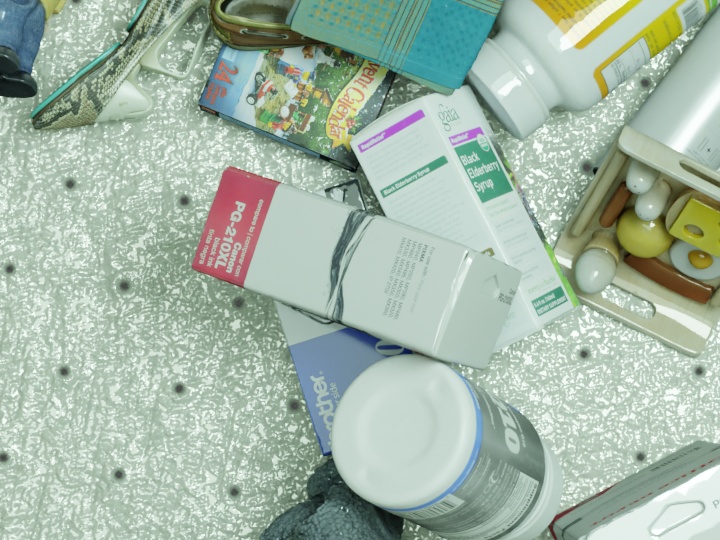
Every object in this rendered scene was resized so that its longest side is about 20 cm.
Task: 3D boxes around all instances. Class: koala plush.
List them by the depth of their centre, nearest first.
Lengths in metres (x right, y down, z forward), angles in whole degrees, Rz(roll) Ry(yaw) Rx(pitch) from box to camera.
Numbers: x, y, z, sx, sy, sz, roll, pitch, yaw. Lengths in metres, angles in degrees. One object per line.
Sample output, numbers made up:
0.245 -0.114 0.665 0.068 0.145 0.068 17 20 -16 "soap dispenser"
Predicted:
-0.055 0.250 1.630 0.200 0.184 0.178 -22 86 10 "koala plush"

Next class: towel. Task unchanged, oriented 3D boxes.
0.049 -0.245 1.611 0.146 0.022 0.200 23 106 -11 "towel"

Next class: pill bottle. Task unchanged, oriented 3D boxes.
0.071 0.141 1.604 0.114 0.200 0.114 -10 68 25 "pill bottle"
0.177 -0.195 1.682 0.200 0.111 0.111 -39 87 -3 "pill bottle"

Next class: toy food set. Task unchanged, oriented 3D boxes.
0.230 -0.017 1.637 0.143 0.200 0.060 27 59 2 "toy food set"

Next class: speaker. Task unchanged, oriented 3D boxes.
0.274 -0.134 1.694 0.081 0.081 0.200 37 87 2 "speaker"

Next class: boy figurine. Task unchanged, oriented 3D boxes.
-0.264 -0.240 1.683 0.064 0.124 0.200 4 69 15 "boy figurine"

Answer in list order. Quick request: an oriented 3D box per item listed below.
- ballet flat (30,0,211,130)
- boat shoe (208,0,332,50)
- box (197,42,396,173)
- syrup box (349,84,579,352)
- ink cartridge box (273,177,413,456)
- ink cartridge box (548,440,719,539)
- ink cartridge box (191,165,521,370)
-0.172 -0.170 1.704 0.075 0.068 0.200 41 83 -6 "ballet flat"
-0.017 -0.207 1.665 0.200 0.068 0.072 -14 86 -2 "boat shoe"
-0.029 -0.196 1.718 0.136 0.038 0.200 22 86 1 "box"
0.081 -0.037 1.672 0.081 0.079 0.200 -27 88 31 "syrup box"
-0.015 0.037 1.698 0.094 0.044 0.200 -18 86 0 "ink cartridge box"
0.230 0.196 1.610 0.145 0.200 0.085 -28 87 -2 "ink cartridge box"
0.000 0.000 1.580 0.200 0.145 0.084 19 90 20 "ink cartridge box"
